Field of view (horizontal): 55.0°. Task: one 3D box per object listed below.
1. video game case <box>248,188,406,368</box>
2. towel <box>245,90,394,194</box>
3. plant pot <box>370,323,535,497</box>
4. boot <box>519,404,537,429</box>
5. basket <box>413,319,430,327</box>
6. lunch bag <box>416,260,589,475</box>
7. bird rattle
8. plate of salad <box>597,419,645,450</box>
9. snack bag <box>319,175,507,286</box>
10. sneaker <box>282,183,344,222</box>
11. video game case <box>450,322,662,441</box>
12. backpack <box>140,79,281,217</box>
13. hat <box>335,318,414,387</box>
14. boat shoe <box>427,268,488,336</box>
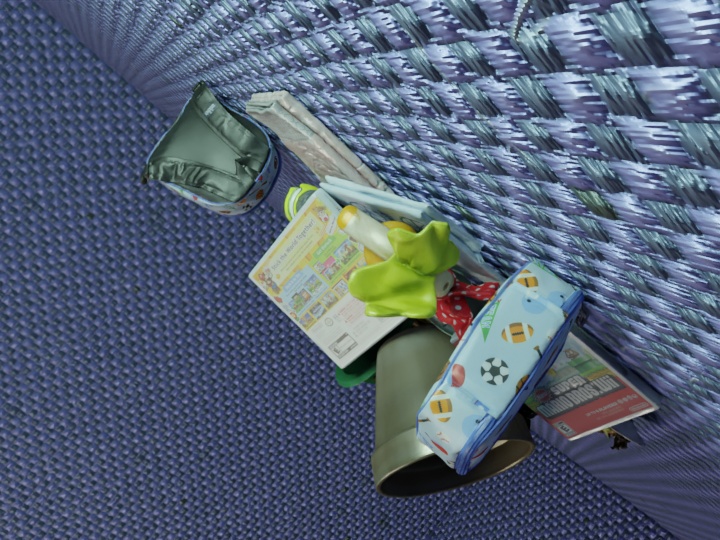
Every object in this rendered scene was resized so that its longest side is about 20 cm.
[{"bbox_3d":[-0.035,0.018,0.871,0.182,0.023,0.200,45,136,-1],"label":"video game case"},{"bbox_3d":[-0.057,-0.152,0.883,0.191,0.032,0.200,41,177,-22],"label":"towel"},{"bbox_3d":[0.098,0.170,0.876,0.200,0.199,0.174,44,-153,-55],"label":"plant pot"},{"bbox_3d":[0.172,0.157,0.999,0.198,0.073,0.163,38,170,11],"label":"boot"},{"bbox_3d":[0.169,0.134,1.163,0.200,0.149,0.143,38,176,13],"label":"basket"},{"bbox_3d":[0.134,0.094,0.656,0.075,0.200,0.160,36,162,21],"label":"lunch bag"},{"bbox_3d":[0.059,-0.011,0.723,0.163,0.113,0.200,39,-167,28],"label":"bird rattle"},{"bbox_3d":[0.294,0.174,0.935,0.200,0.048,0.200,36,-171,-7],"label":"plate of salad"},{"bbox_3d":[0.071,-0.042,0.799,0.200,0.021,0.188,33,173,-39],"label":"snack bag"},{"bbox_3d":[-0.012,-0.061,0.983,0.199,0.074,0.081,17,-177,-35],"label":"sneaker"},{"bbox_3d":[0.219,0.113,0.793,0.200,0.017,0.143,40,140,-6],"label":"video game case"},{"bbox_3d":[-0.233,-0.182,1.166,0.190,0.201,0.154,31,179,20],"label":"backpack"},{"bbox_3d":[0.074,0.160,1.062,0.176,0.166,0.200,44,170,-15],"label":"hat"},{"bbox_3d":[0.097,0.029,0.840,0.199,0.073,0.062,33,180,12],"label":"boat shoe"}]
